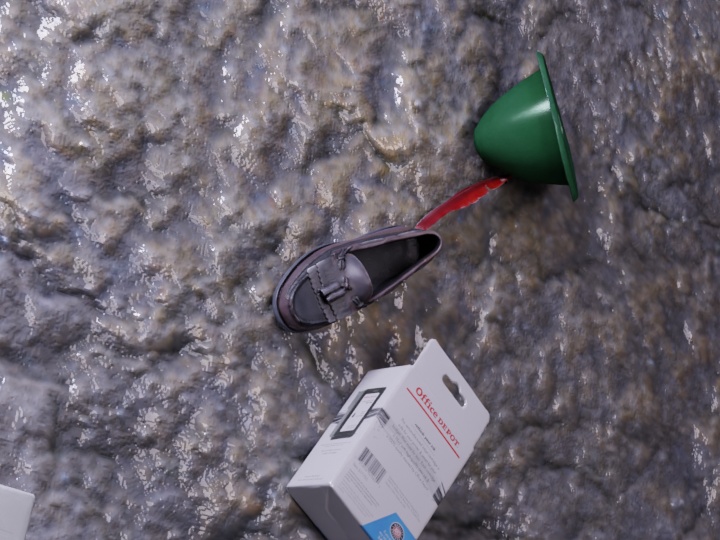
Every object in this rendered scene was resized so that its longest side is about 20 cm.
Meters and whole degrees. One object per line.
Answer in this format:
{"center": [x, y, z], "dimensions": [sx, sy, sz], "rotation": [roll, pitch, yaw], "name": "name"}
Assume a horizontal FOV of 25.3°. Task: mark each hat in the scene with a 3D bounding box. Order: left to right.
{"center": [0.131, -0.132, 1.722], "dimensions": [0.200, 0.175, 0.167], "rotation": [-14, 90, -81], "name": "hat"}

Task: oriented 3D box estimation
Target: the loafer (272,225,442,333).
{"center": [0.000, 0.000, 1.544], "dimensions": [0.200, 0.063, 0.072], "rotation": [-28, 101, -42], "name": "loafer"}

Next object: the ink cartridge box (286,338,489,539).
{"center": [0.031, 0.174, 1.536], "dimensions": [0.116, 0.068, 0.200], "rotation": [54, 52, -21], "name": "ink cartridge box"}

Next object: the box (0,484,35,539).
{"center": [-0.363, 0.189, 1.081], "dimensions": [0.198, 0.199, 0.132], "rotation": [25, 66, -36], "name": "box"}
